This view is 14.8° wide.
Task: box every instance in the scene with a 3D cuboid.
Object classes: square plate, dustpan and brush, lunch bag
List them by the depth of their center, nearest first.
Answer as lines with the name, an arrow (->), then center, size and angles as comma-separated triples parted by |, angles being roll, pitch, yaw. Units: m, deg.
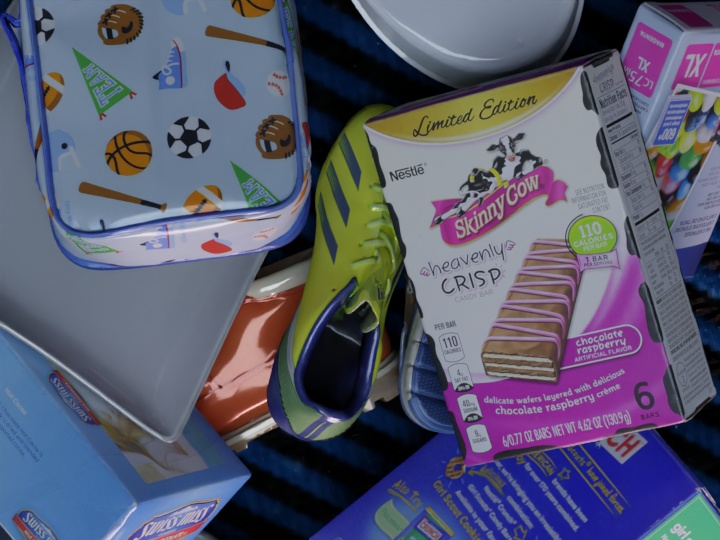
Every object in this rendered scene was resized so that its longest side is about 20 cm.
lunch bag -> -0.111, -0.104, 1.517 | 0.160, 0.076, 0.200 | -8, 72, 1
square plate -> -0.152, -0.028, 1.551 | 0.200, 0.198, 0.028 | 35, 143, -14
dustpan and brush -> 0.084, -0.129, 1.551 | 0.139, 0.057, 0.200 | -28, 90, -3

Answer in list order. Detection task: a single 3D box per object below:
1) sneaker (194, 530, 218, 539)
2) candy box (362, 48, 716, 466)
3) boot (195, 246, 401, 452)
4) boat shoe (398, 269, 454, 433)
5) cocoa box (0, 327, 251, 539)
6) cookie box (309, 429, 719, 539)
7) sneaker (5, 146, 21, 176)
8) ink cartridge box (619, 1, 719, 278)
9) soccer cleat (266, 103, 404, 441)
sneaker -> -0.169, 0.205, 1.664 | 0.200, 0.099, 0.078 | -22, 78, -13
candy box -> 0.097, -0.006, 1.506 | 0.136, 0.061, 0.200 | -14, 96, 27
boot -> -0.082, 0.054, 1.641 | 0.200, 0.075, 0.107 | -22, 104, 5
boat shoe -> 0.059, -0.008, 1.601 | 0.072, 0.072, 0.200 | 20, 87, -16
cocoa box -> -0.189, 0.092, 1.573 | 0.200, 0.133, 0.131 | 49, 112, 16
cookie box -> 0.095, 0.159, 1.599 | 0.200, 0.171, 0.075 | -39, 130, 1
sneaker -> -0.285, -0.029, 1.601 | 0.088, 0.081, 0.200 | 42, 101, -12
ink cartridge box -> 0.167, -0.056, 1.564 | 0.042, 0.119, 0.200 | 38, 118, 31
soccer cleat -> 0.001, 0.001, 1.567 | 0.065, 0.084, 0.201 | 20, 78, -18
